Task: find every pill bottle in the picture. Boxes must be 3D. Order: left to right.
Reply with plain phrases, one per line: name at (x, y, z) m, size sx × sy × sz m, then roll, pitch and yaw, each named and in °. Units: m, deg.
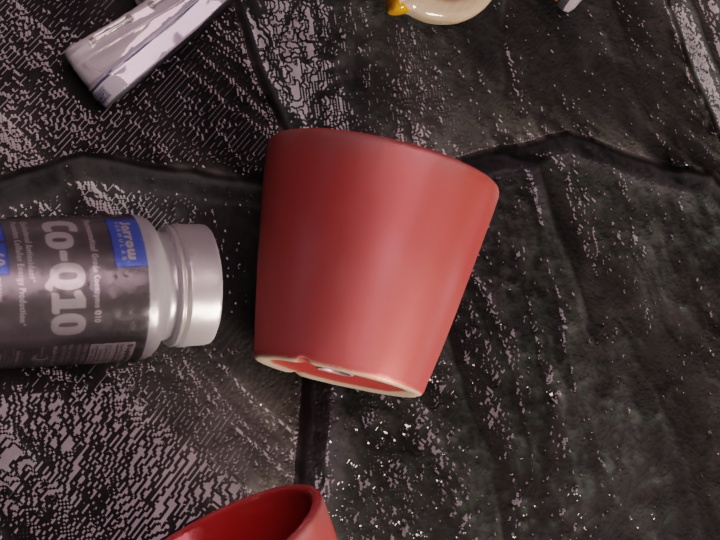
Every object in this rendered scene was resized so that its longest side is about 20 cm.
pill bottle at (-0.213, 0.015, 1.099) m, size 0.198 × 0.114 × 0.115 m, roll -3°, pitch 76°, yaw -23°

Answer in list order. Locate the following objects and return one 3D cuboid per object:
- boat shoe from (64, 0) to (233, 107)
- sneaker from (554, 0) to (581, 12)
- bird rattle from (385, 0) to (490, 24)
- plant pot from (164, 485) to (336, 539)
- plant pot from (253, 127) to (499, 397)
boat shoe at (-0.163, -0.223, 1.209) m, size 0.065 × 0.073 × 0.200 m, roll 48°, pitch 62°, yaw -8°
sneaker at (0.196, -0.345, 1.402) m, size 0.111 × 0.078 × 0.201 m, roll 28°, pitch 56°, yaw -9°
bird rattle at (0.077, -0.312, 1.341) m, size 0.198 × 0.112 × 0.165 m, roll -4°, pitch 93°, yaw -32°
plant pot at (-0.078, 0.282, 1.038) m, size 0.199 × 0.200 × 0.179 m, roll -30°, pitch 99°, yaw -27°
plant pot at (0.000, 0.000, 1.159) m, size 0.198 × 0.200 × 0.179 m, roll 16°, pitch 80°, yaw -18°
